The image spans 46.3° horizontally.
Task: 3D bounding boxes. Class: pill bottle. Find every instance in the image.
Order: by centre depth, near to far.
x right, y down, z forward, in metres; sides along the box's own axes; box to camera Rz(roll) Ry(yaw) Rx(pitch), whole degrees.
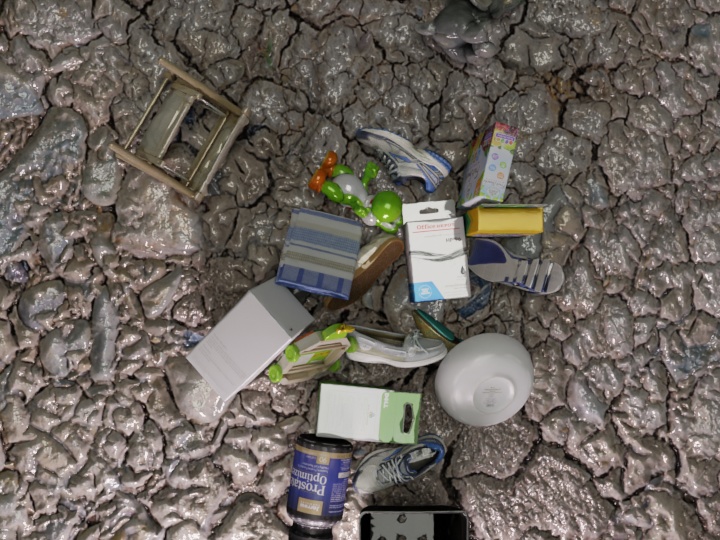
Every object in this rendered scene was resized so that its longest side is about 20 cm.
[{"bbox_3d":[-0.081,0.421,1.613,0.111,0.112,0.201,9,87,-4],"label":"pill bottle"}]

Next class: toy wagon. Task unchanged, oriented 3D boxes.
[{"bbox_3d":[-0.078,0.150,1.582,0.155,0.200,0.040,-5,56,-42],"label":"toy wagon"}]

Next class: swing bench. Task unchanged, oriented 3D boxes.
[{"bbox_3d":[-0.340,-0.262,1.615,0.200,0.130,0.199,30,86,-8],"label":"swing bench"}]

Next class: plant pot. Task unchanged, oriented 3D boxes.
[{"bbox_3d":[0.090,0.534,1.588,0.199,0.177,0.201,1,87,-4],"label":"plant pot"}]

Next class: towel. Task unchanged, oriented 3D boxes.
[{"bbox_3d":[-0.077,-0.035,1.619,0.146,0.024,0.200,12,50,-3],"label":"towel"}]

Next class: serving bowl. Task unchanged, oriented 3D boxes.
[{"bbox_3d":[0.246,0.223,1.624,0.199,0.066,0.201,-5,117,-9],"label":"serving bowl"}]

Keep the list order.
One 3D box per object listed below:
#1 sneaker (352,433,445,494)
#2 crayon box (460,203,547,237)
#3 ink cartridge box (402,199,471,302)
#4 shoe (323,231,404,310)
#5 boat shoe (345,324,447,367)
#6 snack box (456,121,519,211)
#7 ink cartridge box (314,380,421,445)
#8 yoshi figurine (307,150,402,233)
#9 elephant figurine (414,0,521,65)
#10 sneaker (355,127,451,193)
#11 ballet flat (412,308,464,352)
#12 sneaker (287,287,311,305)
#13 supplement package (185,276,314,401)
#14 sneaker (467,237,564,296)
[{"bbox_3d":[0.075,0.377,1.638,0.200,0.085,0.077,-27,90,-4],"label":"sneaker"},{"bbox_3d":[0.270,-0.093,1.611,0.125,0.200,0.052,0,88,-4],"label":"crayon box"},{"bbox_3d":[0.148,-0.041,1.667,0.116,0.068,0.201,-6,88,-4],"label":"ink cartridge box"},{"bbox_3d":[0.000,0.000,1.666,0.200,0.070,0.053,-43,51,-1],"label":"shoe"},{"bbox_3d":[0.067,0.142,1.628,0.201,0.074,0.065,3,111,19],"label":"boat shoe"},{"bbox_3d":[0.240,-0.191,1.613,0.053,0.200,0.143,12,87,-4],"label":"snack box"},{"bbox_3d":[0.014,0.278,1.650,0.199,0.059,0.104,6,88,-4],"label":"ink cartridge box"},{"bbox_3d":[0.005,-0.150,1.628,0.200,0.112,0.113,34,102,-6],"label":"yoshi figurine"},{"bbox_3d":[0.229,-0.522,1.675,0.141,0.155,0.201,8,72,39],"label":"elephant figurine"},{"bbox_3d":[0.076,-0.216,1.659,0.199,0.077,0.085,25,90,-2],"label":"sneaker"},{"bbox_3d":[0.176,0.153,1.667,0.200,0.071,0.071,32,86,-2],"label":"ballet flat"},{"bbox_3d":[-0.114,0.053,1.649,0.199,0.071,0.099,-26,94,-1],"label":"sneaker"},{"bbox_3d":[-0.205,0.126,1.572,0.200,0.117,0.117,-43,86,23],"label":"supplement package"},{"bbox_3d":[0.315,0.008,1.674,0.199,0.115,0.081,20,84,26],"label":"sneaker"}]
